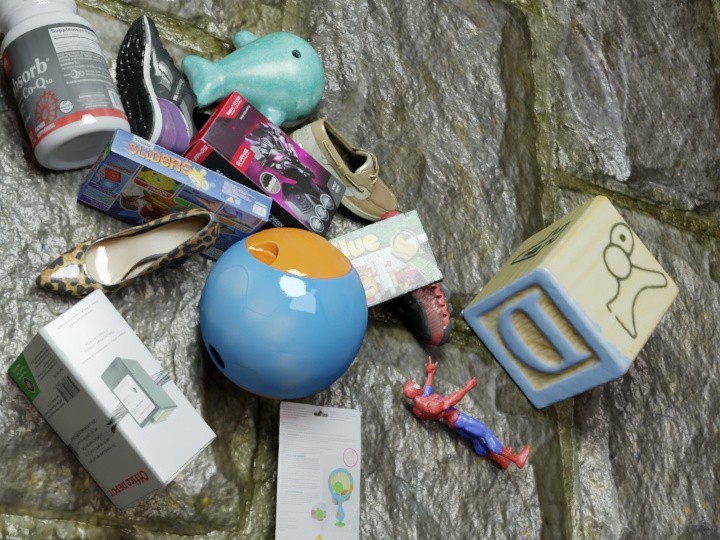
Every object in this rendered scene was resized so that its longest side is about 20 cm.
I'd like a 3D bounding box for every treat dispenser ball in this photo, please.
[{"bbox_3d":[-0.090,0.051,1.166,0.199,0.201,0.203,14,62,-27],"label":"treat dispenser ball"}]

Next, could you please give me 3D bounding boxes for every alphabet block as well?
[{"bbox_3d":[0.304,0.047,1.429,0.196,0.196,0.200,52,52,-4],"label":"alphabet block"}]

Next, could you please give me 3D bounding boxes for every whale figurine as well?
[{"bbox_3d":[-0.138,-0.265,1.335,0.198,0.104,0.161,-4,69,-33],"label":"whale figurine"}]

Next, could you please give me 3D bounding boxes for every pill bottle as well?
[{"bbox_3d":[-0.358,-0.232,1.172,0.115,0.116,0.202,-15,77,-36],"label":"pill bottle"}]

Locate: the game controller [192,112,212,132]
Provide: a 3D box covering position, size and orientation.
[{"bbox_3d":[-0.143,-0.149,1.322,0.198,0.042,0.105,12,63,-29],"label":"game controller"}]

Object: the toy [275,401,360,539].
[{"bbox_3d":[-0.058,0.267,1.188,0.114,0.047,0.202,12,67,-32],"label":"toy"}]

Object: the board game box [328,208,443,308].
[{"bbox_3d":[0.000,0.000,1.302,0.198,0.023,0.106,-21,77,-8],"label":"board game box"}]

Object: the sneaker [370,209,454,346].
[{"bbox_3d":[0.055,0.020,1.358,0.097,0.071,0.202,-22,83,-33],"label":"sneaker"}]

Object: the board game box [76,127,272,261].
[{"bbox_3d":[-0.223,-0.084,1.181,0.199,0.135,0.035,25,56,-23],"label":"board game box"}]

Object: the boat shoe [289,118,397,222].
[{"bbox_3d":[-0.010,-0.136,1.362,0.199,0.066,0.075,33,38,-37],"label":"boat shoe"}]

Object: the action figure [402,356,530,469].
[{"bbox_3d":[0.146,0.185,1.346,0.199,0.065,0.100,31,64,-20],"label":"action figure"}]

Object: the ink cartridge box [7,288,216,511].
[{"bbox_3d":[-0.266,0.142,1.046,0.201,0.146,0.084,52,51,-3],"label":"ink cartridge box"}]

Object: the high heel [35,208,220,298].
[{"bbox_3d":[-0.262,-0.027,1.124,0.199,0.142,0.072,-14,78,-36],"label":"high heel"}]

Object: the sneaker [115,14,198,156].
[{"bbox_3d":[-0.256,-0.232,1.268,0.087,0.076,0.202,11,57,-41],"label":"sneaker"}]

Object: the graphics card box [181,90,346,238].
[{"bbox_3d":[-0.117,-0.122,1.250,0.200,0.051,0.126,41,37,-15],"label":"graphics card box"}]
